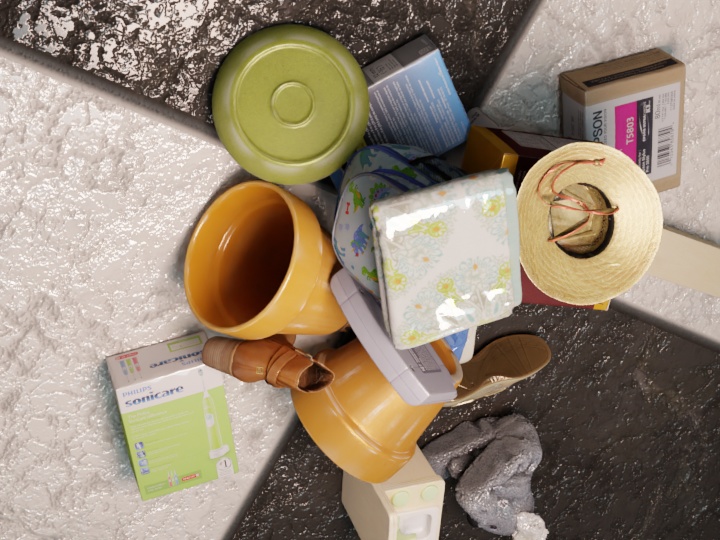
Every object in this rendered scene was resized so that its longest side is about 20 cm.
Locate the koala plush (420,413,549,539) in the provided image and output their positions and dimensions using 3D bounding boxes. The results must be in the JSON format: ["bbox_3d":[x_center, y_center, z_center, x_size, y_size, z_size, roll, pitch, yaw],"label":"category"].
[{"bbox_3d":[0.224,0.350,1.898,0.183,0.177,0.200,-33,122,-15],"label":"koala plush"}]

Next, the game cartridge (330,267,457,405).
[{"bbox_3d":[0.041,0.084,1.506,0.041,0.200,0.133,-38,162,14],"label":"game cartridge"}]

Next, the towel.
[{"bbox_3d":[0.103,-0.012,1.382,0.171,0.048,0.201,-17,123,-14],"label":"towel"}]

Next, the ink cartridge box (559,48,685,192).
[{"bbox_3d":[0.377,-0.199,1.703,0.164,0.075,0.201,-18,125,-14],"label":"ink cartridge box"}]

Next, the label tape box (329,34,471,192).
[{"bbox_3d":[0.033,-0.198,1.566,0.199,0.066,0.144,-28,125,0],"label":"label tape box"}]

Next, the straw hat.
[{"bbox_3d":[0.265,-0.065,1.452,0.200,0.085,0.202,-3,103,-11],"label":"straw hat"}]

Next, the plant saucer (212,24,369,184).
[{"bbox_3d":[-0.085,-0.208,1.477,0.199,0.031,0.201,0,94,-7],"label":"plant saucer"}]

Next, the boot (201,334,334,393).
[{"bbox_3d":[-0.099,0.120,1.597,0.200,0.154,0.074,-19,118,-60],"label":"boot"}]

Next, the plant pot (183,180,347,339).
[{"bbox_3d":[-0.099,0.005,1.561,0.183,0.200,0.200,24,107,-47],"label":"plant pot"}]

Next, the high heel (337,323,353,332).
[{"bbox_3d":[0.000,0.000,1.656,0.142,0.071,0.200,-36,134,-8],"label":"high heel"}]

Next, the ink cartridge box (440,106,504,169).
[{"bbox_3d":[0.189,-0.110,1.668,0.200,0.084,0.146,37,99,-33],"label":"ink cartridge box"}]

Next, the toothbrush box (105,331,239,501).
[{"bbox_3d":[-0.261,0.205,1.657,0.145,0.086,0.201,-16,124,-15],"label":"toothbrush box"}]

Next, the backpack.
[{"bbox_3d":[0.052,-0.063,1.482,0.147,0.200,0.184,-6,124,-42],"label":"backpack"}]

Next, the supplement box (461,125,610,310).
[{"bbox_3d":[0.237,-0.069,1.564,0.199,0.133,0.198,5,111,-16],"label":"supplement box"}]

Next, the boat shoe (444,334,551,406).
[{"bbox_3d":[0.202,0.159,1.845,0.199,0.072,0.065,-23,161,-15],"label":"boat shoe"}]

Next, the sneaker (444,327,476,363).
[{"bbox_3d":[0.114,0.064,1.739,0.111,0.077,0.201,-15,130,-26],"label":"sneaker"}]

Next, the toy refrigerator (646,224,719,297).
[{"bbox_3d":[0.491,-0.025,1.856,0.199,0.070,0.076,15,104,-30],"label":"toy refrigerator"}]

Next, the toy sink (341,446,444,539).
[{"bbox_3d":[0.057,0.352,1.806,0.112,0.200,0.131,-7,120,-18],"label":"toy sink"}]

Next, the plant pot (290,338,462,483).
[{"bbox_3d":[0.035,0.162,1.658,0.200,0.201,0.183,32,115,-33],"label":"plant pot"}]
